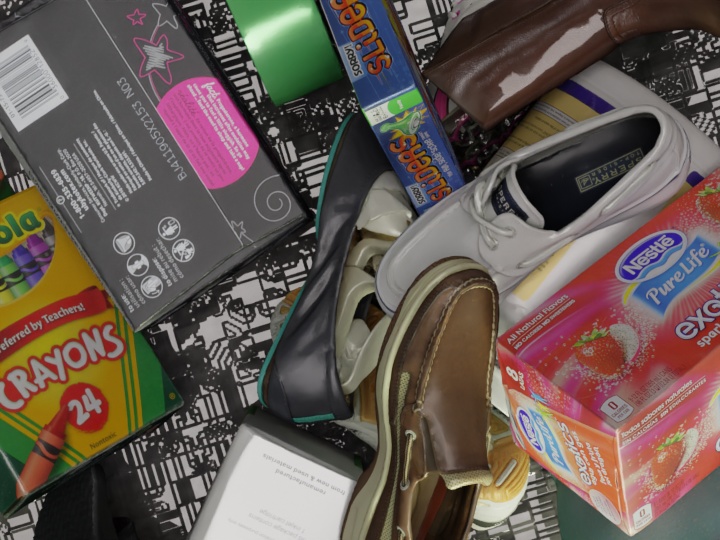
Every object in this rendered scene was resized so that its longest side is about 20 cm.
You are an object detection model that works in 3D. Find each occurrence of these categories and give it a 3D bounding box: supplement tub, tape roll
[{"bbox_3d":[0.126,-0.012,1.243,0.145,0.145,0.200,39,91,0],"label":"supplement tub"},{"bbox_3d":[-0.067,-0.199,1.216,0.048,0.200,0.202,-23,90,2],"label":"tape roll"}]

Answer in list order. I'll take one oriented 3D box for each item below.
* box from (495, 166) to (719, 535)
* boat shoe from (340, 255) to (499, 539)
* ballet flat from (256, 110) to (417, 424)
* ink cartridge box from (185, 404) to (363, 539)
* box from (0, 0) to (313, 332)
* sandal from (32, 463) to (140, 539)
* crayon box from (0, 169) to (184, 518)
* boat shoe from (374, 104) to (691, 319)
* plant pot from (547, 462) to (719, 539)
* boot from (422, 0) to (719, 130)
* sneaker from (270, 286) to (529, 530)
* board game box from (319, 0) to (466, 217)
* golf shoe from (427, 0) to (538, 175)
[{"bbox_3d":[0.182,0.037,1.137,0.200,0.096,0.100,-36,48,-20],"label":"box"},{"bbox_3d":[0.049,0.095,1.135,0.074,0.075,0.204,-8,120,-36],"label":"boat shoe"},{"bbox_3d":[0.000,0.000,1.222,0.073,0.073,0.201,18,73,0],"label":"ballet flat"},{"bbox_3d":[-0.074,0.195,1.247,0.087,0.145,0.201,26,90,-2],"label":"ink cartridge box"},{"bbox_3d":[-0.135,-0.080,1.261,0.132,0.115,0.201,-33,89,2],"label":"box"},{"bbox_3d":[-0.158,0.190,1.243,0.048,0.201,0.075,30,107,-31],"label":"sandal"},{"bbox_3d":[-0.215,0.033,1.257,0.127,0.051,0.201,-30,84,-35],"label":"crayon box"},{"bbox_3d":[0.089,-0.037,1.148,0.199,0.065,0.074,-33,68,9],"label":"boat shoe"},{"bbox_3d":[0.195,0.128,1.231,0.200,0.200,0.134,-41,72,1],"label":"plant pot"},{"bbox_3d":[0.136,-0.123,1.157,0.199,0.187,0.064,-27,123,12],"label":"boot"},{"bbox_3d":[0.019,0.092,1.283,0.076,0.088,0.200,-41,67,-19],"label":"sneaker"},{"bbox_3d":[0.005,-0.142,1.205,0.034,0.136,0.201,-24,57,6],"label":"board game box"},{"bbox_3d":[0.083,-0.136,1.288,0.200,0.073,0.092,-44,64,0],"label":"golf shoe"}]
